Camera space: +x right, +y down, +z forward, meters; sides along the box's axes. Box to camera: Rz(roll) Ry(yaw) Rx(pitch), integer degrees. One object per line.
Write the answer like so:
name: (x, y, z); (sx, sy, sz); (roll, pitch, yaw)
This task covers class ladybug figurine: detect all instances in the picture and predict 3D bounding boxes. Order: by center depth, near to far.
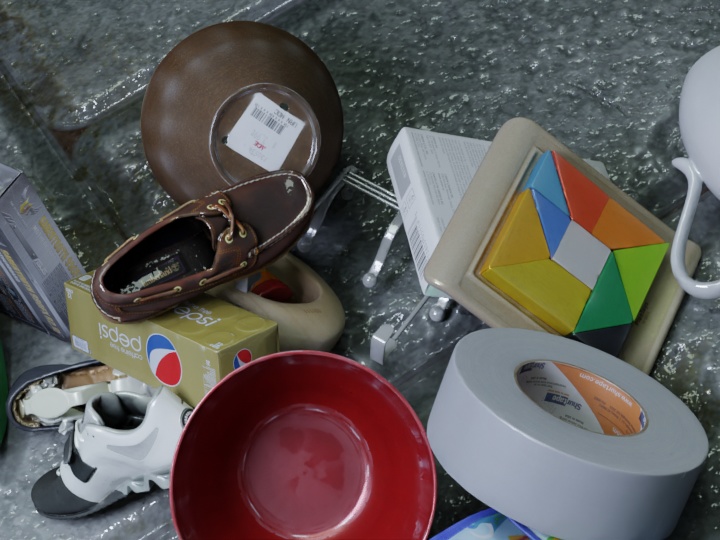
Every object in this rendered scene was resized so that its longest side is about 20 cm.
ladybug figurine: (-0.097, 0.026, 1.619); (0.135, 0.072, 0.200); (-3, 32, -40)

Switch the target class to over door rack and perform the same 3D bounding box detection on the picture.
over door rack: (0.000, 0.000, 1.592); (0.147, 0.067, 0.200); (27, 39, 17)

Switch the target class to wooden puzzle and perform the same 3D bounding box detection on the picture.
wooden puzzle: (0.169, -0.009, 1.526); (0.199, 0.037, 0.186); (34, 59, -7)

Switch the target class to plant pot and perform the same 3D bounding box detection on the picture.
plant pot: (-0.092, -0.120, 1.630); (0.186, 0.188, 0.200); (-26, 10, -5)

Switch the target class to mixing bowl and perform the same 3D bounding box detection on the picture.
mixing bowl: (-0.042, 0.160, 1.445); (0.198, 0.108, 0.202); (0, 90, 0)

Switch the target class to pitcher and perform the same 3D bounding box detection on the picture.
pitcher: (0.316, -0.081, 1.562); (0.171, 0.121, 0.201); (-21, 58, 6)

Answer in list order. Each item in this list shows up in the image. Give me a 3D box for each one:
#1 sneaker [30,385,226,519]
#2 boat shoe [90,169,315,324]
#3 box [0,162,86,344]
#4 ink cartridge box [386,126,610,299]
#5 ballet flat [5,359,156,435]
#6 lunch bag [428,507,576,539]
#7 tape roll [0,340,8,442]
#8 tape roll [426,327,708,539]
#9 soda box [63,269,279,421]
sneaker: (-0.205, 0.139, 1.532); (0.199, 0.089, 0.074); (-23, 23, 33)
boat shoe: (-0.119, -0.021, 1.487); (0.199, 0.070, 0.071); (-33, 78, -14)
box: (-0.326, -0.030, 1.680); (0.158, 0.201, 0.048); (20, 61, 34)
ink cartridge box: (0.132, -0.040, 1.603); (0.199, 0.050, 0.162); (9, 42, -23)
ballet flat: (-0.213, 0.103, 1.608); (0.199, 0.073, 0.073); (-9, 47, 15)
lunch bag: (0.133, 0.245, 1.333); (0.199, 0.128, 0.170); (-27, 42, -23)
tape roll: (-0.358, 0.062, 1.609); (0.048, 0.201, 0.201); (-15, 46, 7)
tape roll: (0.151, 0.120, 1.393); (0.199, 0.067, 0.201); (17, 23, -8)
soda box: (-0.153, 0.054, 1.541); (0.068, 0.064, 0.199); (-24, 33, -39)
